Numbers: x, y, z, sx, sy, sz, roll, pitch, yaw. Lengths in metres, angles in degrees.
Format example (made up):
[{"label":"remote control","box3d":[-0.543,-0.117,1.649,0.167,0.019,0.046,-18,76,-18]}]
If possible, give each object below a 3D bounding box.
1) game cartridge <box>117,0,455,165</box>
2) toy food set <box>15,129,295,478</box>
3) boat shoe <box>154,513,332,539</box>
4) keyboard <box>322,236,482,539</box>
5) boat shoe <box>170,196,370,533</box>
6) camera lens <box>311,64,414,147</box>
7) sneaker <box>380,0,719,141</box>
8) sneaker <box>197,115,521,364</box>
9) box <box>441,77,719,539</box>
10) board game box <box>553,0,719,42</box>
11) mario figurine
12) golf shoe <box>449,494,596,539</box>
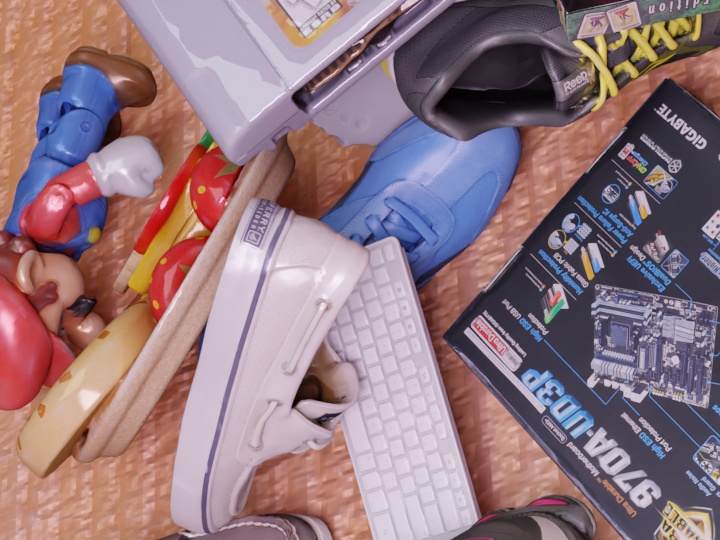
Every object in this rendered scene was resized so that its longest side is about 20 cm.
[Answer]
[{"label":"game cartridge","box3d":[-0.012,-0.155,0.977,0.200,0.042,0.133,-39,68,6]},{"label":"toy food set","box3d":[-0.096,0.009,1.097,0.200,0.049,0.198,-59,4,11]},{"label":"boat shoe","box3d":[-0.104,0.165,1.084,0.200,0.059,0.072,-26,55,27]},{"label":"keyboard","box3d":[0.022,0.088,1.003,0.056,0.011,0.200,-20,82,27]},{"label":"boat shoe","box3d":[-0.037,0.053,0.995,0.071,0.070,0.200,-69,-3,-48]},{"label":"camera lens","box3d":[-0.010,-0.178,1.106,0.160,0.160,0.200,-45,48,13]},{"label":"sneaker","box3d":[0.109,-0.101,0.998,0.200,0.075,0.085,-17,35,6]},{"label":"sneaker","box3d":[0.000,0.000,1.059,0.200,0.066,0.078,-41,15,20]},{"label":"box","box3d":[0.147,0.033,0.958,0.159,0.046,0.200,-50,48,8]},{"label":"board game box","box3d":[0.171,-0.164,0.977,0.200,0.023,0.105,-12,55,-5]},{"label":"mario figurine","box3d":[-0.154,-0.012,1.202,0.106,0.124,0.200,9,62,13]},{"label":"golf shoe","box3d":[0.014,0.156,0.958,0.200,0.088,0.077,-36,75,31]}]
